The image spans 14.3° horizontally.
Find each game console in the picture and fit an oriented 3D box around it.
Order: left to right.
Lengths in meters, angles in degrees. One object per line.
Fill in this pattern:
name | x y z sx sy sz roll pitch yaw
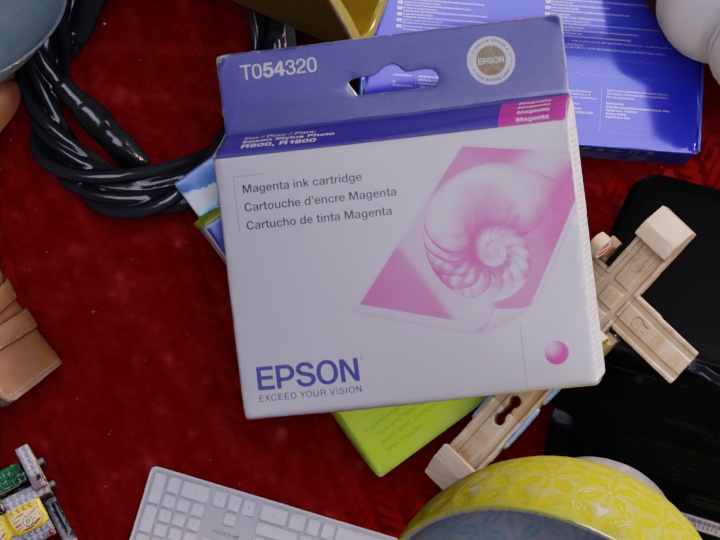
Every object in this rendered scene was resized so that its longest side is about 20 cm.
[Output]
game console | 0.221 0.065 1.623 0.199 0.116 0.176 16 117 20

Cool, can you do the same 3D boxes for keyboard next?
keyboard | -0.031 0.166 1.635 0.199 0.011 0.056 17 82 -2

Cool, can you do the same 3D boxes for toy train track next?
toy train track | 0.107 0.045 1.579 0.115 0.033 0.200 44 100 18

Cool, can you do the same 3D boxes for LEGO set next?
LEGO set | -0.219 0.181 1.565 0.199 0.116 0.154 -18 85 -6

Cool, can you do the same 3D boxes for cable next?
cable | -0.117 -0.131 1.650 0.163 0.051 0.201 -7 89 0

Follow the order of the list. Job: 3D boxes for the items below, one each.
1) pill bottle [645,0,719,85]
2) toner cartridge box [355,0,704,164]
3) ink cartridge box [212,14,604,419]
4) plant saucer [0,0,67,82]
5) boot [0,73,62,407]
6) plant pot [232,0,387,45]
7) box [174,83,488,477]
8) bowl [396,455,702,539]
pill bottle | 0.203 -0.191 1.608 0.113 0.113 0.200 -20 57 -6
toner cartridge box | 0.098 -0.117 1.662 0.199 0.043 0.095 5 82 -4
ink cartridge box | 0.023 -0.028 1.545 0.196 0.043 0.201 -7 95 10
plant saucer | -0.261 -0.128 1.593 0.200 0.201 0.039 -7 125 -5
boot | -0.223 -0.002 1.616 0.155 0.074 0.200 43 87 -2
plant pot | -0.071 -0.260 1.551 0.199 0.196 0.195 18 79 16
box | 0.000 0.000 1.616 0.122 0.048 0.200 -36 101 -4
bowl | 0.120 0.167 1.579 0.200 0.200 0.108 29 46 0
